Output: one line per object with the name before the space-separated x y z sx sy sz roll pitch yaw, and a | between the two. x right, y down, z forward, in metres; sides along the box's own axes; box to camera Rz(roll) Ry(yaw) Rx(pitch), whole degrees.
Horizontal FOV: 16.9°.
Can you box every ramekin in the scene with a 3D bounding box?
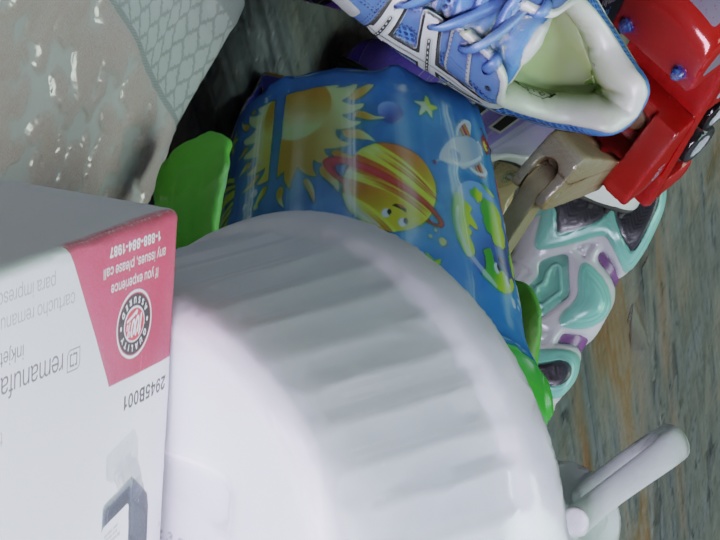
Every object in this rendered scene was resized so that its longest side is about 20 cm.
ramekin | -0.042 0.086 0.756 0.097 0.200 0.202 -10 115 -49

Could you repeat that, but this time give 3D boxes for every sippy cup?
sippy cup | 0.000 0.000 0.903 0.178 0.138 0.131 83 5 -69

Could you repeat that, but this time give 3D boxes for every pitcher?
pitcher | 0.088 0.147 1.269 0.171 0.122 0.200 -41 173 20

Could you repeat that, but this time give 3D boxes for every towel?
towel | -0.105 -0.065 0.781 0.200 0.032 0.192 66 43 -59

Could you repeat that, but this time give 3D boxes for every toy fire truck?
toy fire truck | 0.097 -0.049 1.022 0.141 0.049 0.200 -38 164 -33

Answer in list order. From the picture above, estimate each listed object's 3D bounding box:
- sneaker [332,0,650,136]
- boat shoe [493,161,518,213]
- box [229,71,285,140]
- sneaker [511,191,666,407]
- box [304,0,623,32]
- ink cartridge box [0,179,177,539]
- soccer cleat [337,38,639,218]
sneaker | 0.033 -0.110 0.863 0.199 0.077 0.076 27 100 -40
boat shoe | 0.070 -0.073 1.189 0.072 0.064 0.202 -36 137 -59
box | -0.018 -0.007 1.041 0.200 0.041 0.120 29 77 -72
sneaker | 0.093 0.022 1.310 0.200 0.078 0.140 -52 179 -2
box | 0.060 -0.200 0.991 0.106 0.121 0.202 -28 131 -63
ink cartridge box | -0.118 0.085 0.652 0.146 0.084 0.202 -25 123 -67
soccer cleat | 0.070 -0.083 1.102 0.199 0.068 0.074 17 105 -43
